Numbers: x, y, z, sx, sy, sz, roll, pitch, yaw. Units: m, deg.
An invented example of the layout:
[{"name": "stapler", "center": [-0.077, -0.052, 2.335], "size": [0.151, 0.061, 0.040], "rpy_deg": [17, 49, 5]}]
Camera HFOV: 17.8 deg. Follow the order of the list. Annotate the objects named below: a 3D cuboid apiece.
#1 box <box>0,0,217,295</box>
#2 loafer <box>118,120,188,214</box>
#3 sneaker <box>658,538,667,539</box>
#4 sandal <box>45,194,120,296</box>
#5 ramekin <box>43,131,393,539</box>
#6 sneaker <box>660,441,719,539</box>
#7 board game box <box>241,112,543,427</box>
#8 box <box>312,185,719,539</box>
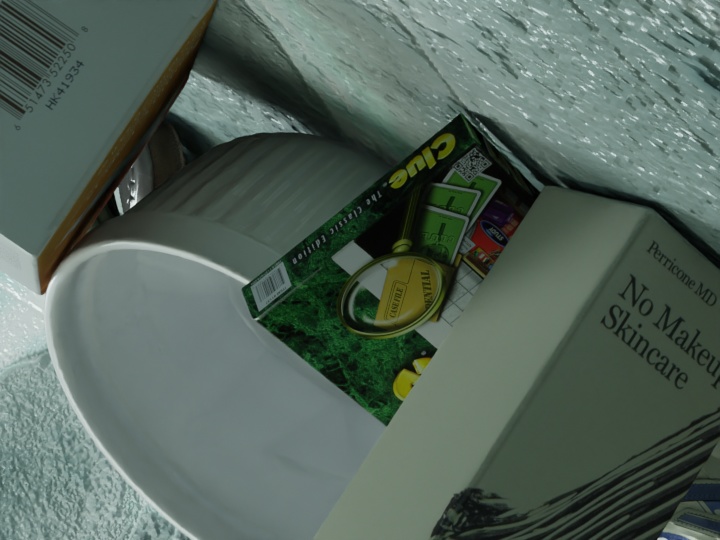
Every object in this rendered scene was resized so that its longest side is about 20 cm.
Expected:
[{"name": "box", "center": [-0.137, -0.072, 0.938], "size": [0.097, 0.125, 0.200], "rpy_deg": [34, 173, -4]}, {"name": "loafer", "center": [-0.092, -0.032, 1.270], "size": [0.200, 0.071, 0.073], "rpy_deg": [79, 178, -69]}, {"name": "sneaker", "center": [0.193, 0.163, 1.088], "size": [0.200, 0.082, 0.077], "rpy_deg": [75, 168, -57]}, {"name": "sandal", "center": [-0.157, -0.008, 1.308], "size": [0.080, 0.057, 0.202], "rpy_deg": [76, 172, -78]}, {"name": "ramekin", "center": [-0.027, 0.035, 0.987], "size": [0.200, 0.105, 0.201], "rpy_deg": [25, 141, 22]}, {"name": "sneaker", "center": [0.188, 0.130, 0.979], "size": [0.200, 0.088, 0.075], "rpy_deg": [32, 170, 2]}, {"name": "board game box", "center": [0.056, 0.031, 0.867], "size": [0.200, 0.105, 0.024], "rpy_deg": [40, -160, -39]}, {"name": "box", "center": [0.053, 0.076, 0.782], "size": [0.082, 0.200, 0.068], "rpy_deg": [37, 171, -28]}]
